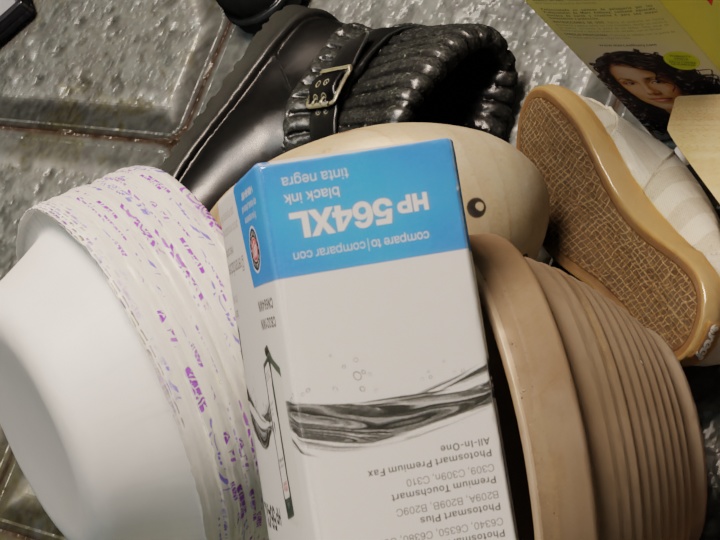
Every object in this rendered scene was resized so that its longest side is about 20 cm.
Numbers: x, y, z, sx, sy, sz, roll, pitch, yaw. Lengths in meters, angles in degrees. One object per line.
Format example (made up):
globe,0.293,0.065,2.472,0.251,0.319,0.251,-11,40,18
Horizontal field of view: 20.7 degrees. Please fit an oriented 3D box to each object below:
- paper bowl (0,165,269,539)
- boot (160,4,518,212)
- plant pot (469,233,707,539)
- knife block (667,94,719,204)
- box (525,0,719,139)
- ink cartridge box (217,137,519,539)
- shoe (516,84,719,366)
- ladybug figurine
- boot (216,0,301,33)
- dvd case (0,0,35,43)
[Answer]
paper bowl,-0.115,0.059,0.964,0.104,0.202,0.200,-25,40,-24
boot,-0.021,-0.049,1.048,0.157,0.079,0.212,18,76,43
plant pot,0.088,0.082,0.848,0.092,0.202,0.202,-7,50,-12
knife block,0.249,-0.046,0.844,0.175,0.064,0.201,-40,47,12
box,0.126,-0.125,0.892,0.075,0.200,0.051,3,67,40
ink cartridge box,0.001,0.057,0.817,0.083,0.146,0.202,-8,87,-11
shoe,0.131,-0.021,0.938,0.201,0.053,0.070,60,139,46
ladybug figurine,0.000,0.000,0.960,0.199,0.136,0.072,-24,41,32
boot,-0.087,-0.262,1.167,0.073,0.162,0.200,-8,60,36
dvd case,-0.318,-0.167,1.396,0.199,0.018,0.143,-38,47,15
